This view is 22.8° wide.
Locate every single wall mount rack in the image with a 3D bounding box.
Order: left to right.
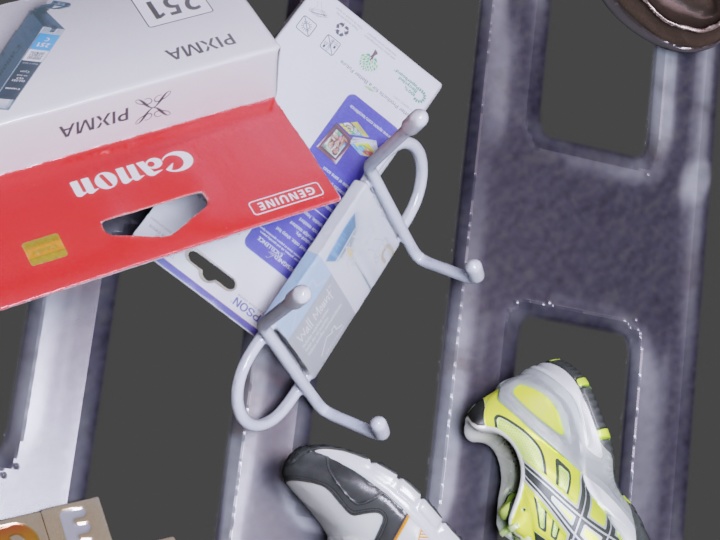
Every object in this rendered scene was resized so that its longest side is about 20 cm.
[{"bbox_3d":[0.000,0.000,0.985,0.075,0.174,0.200,20,67,30],"label":"wall mount rack"}]

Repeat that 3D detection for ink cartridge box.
[{"bbox_3d":[-0.134,-0.083,0.963,0.200,0.045,0.176,-19,53,-21],"label":"ink cartridge box"},{"bbox_3d":[-0.045,-0.061,1.042,0.099,0.039,0.200,39,68,-10],"label":"ink cartridge box"}]

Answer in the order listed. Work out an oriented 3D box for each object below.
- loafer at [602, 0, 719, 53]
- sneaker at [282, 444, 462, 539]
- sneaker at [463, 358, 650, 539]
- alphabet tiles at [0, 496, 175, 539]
[{"bbox_3d":[0.173,-0.226,1.134,0.073,0.071,0.200,-40,95,-22],"label":"loafer"},{"bbox_3d":[0.025,0.180,1.004,0.200,0.074,0.080,46,71,-7],"label":"sneaker"},{"bbox_3d":[0.122,0.156,1.051,0.076,0.075,0.200,-18,76,-15],"label":"sneaker"},{"bbox_3d":[-0.176,0.205,0.924,0.200,0.008,0.167,-11,60,-21],"label":"alphabet tiles"}]
